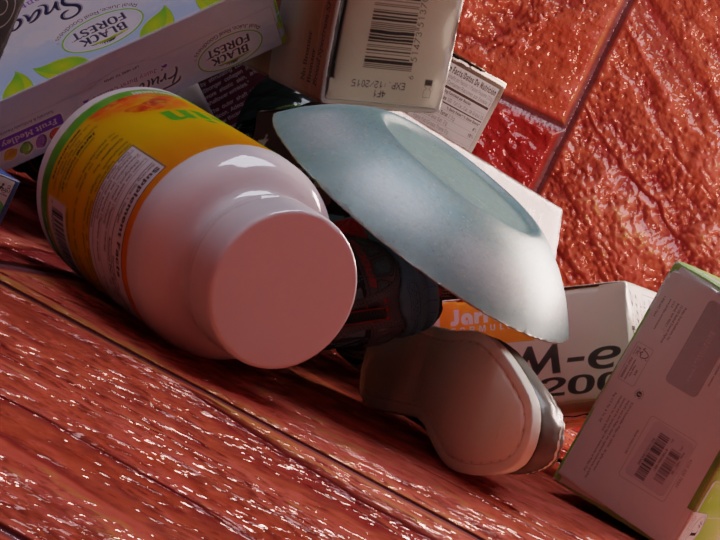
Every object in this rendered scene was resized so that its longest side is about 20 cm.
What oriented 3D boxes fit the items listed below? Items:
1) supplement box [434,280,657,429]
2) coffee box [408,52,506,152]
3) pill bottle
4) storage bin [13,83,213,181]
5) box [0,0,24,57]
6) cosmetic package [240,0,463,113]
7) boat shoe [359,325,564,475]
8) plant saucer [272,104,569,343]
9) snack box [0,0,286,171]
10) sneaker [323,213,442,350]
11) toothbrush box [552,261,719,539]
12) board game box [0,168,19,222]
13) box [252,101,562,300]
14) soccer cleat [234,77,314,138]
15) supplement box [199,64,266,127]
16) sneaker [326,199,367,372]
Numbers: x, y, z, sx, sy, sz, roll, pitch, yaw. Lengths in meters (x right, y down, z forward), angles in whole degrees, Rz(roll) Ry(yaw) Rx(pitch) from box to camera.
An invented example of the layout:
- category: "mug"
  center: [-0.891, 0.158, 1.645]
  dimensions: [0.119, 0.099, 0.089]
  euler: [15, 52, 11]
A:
- category: "supplement box"
  center: [0.136, 0.057, 1.859]
  dimensions: [0.126, 0.074, 0.200]
  euler: [-7, -8, 21]
- category: "coffee box"
  center: [-0.005, -0.065, 1.973]
  dimensions: [0.080, 0.200, 0.114]
  euler: [25, 3, -44]
- category: "pill bottle"
  center: [-0.082, -0.019, 1.534]
  dimensions: [0.111, 0.111, 0.200]
  euler: [23, 5, -32]
- category: "storage bin"
  center: [-0.173, -0.107, 1.914]
  dimensions: [0.134, 0.146, 0.200]
  euler: [40, -14, 31]
- category: "box"
  center: [-0.275, -0.112, 1.379]
  dimensions: [0.115, 0.132, 0.200]
  euler: [24, 2, 32]
- category: "cosmetic package"
  center: [-0.028, -0.167, 1.779]
  dimensions: [0.087, 0.104, 0.200]
  euler: [3, 13, -31]
- category: "boat shoe"
  center: [0.065, 0.070, 1.602]
  dimensions: [0.060, 0.072, 0.202]
  euler: [19, 3, -25]
- category: "plant saucer"
  center: [0.044, -0.037, 1.603]
  dimensions: [0.201, 0.039, 0.201]
  euler: [36, 13, -9]
- category: "snack box"
  center: [-0.163, -0.144, 1.730]
  dimensions: [0.142, 0.200, 0.053]
  euler: [52, -17, 45]
- category: "sneaker"
  center: [-0.052, 0.004, 1.633]
  dimensions: [0.095, 0.080, 0.200]
  euler: [-22, 17, -39]
- category: "toothbrush box"
  center: [0.208, 0.085, 1.747]
  dimensions: [0.086, 0.146, 0.200]
  euler: [31, 5, 19]
- category: "board game box"
  center: [-0.296, -0.085, 1.582]
  dimensions: [0.200, 0.035, 0.135]
  euler: [24, 5, -38]
- category: "box"
  center: [0.029, -0.037, 1.850]
  dimensions: [0.100, 0.075, 0.200]
  euler: [-4, -23, 40]
- category: "soccer cleat"
  center: [-0.062, -0.063, 1.887]
  dimensions: [0.081, 0.067, 0.200]
  euler: [51, 29, -39]
- category: "supplement box"
  center: [-0.069, -0.107, 2.061]
  dimensions: [0.086, 0.110, 0.200]
  euler: [31, -34, 57]
- category: "sneaker"
  center: [0.000, 0.000, 1.744]
  dimensions: [0.087, 0.074, 0.200]
  euler: [32, -16, 3]
